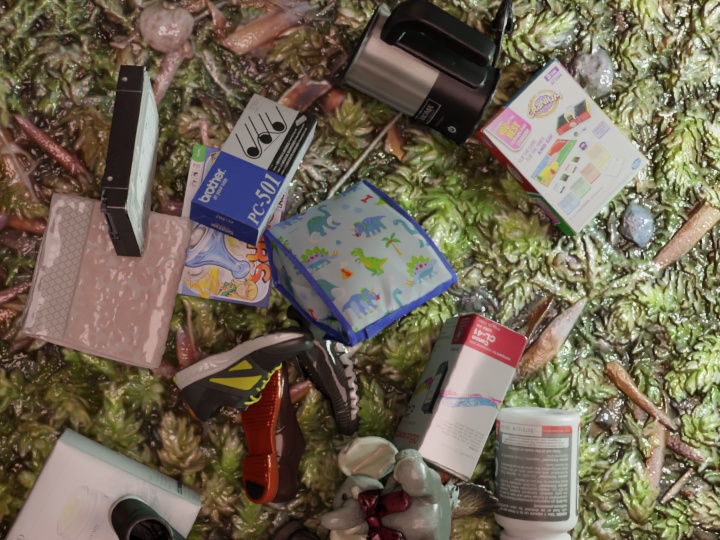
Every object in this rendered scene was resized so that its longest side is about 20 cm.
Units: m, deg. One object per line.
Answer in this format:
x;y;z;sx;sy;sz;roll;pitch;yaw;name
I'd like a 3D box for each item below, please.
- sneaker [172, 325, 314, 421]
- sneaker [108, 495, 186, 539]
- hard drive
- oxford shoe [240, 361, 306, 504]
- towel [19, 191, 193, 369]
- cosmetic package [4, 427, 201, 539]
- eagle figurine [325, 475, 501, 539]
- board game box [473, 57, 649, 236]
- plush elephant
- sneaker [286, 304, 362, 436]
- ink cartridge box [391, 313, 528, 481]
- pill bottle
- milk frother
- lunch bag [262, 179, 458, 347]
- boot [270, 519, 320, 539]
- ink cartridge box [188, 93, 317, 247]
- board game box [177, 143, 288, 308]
-0.143;0.134;1.470;0.200;0.074;0.085;-23;89;17;sneaker
-0.220;0.354;1.340;0.071;0.099;0.200;-45;102;-11;sneaker
-0.283;-0.134;1.401;0.038;0.140;0.200;4;65;-1;hard drive
-0.113;0.210;1.507;0.073;0.071;0.200;11;79;-43;oxford shoe
-0.329;0.010;1.460;0.191;0.032;0.200;13;88;3;towel
-0.335;0.336;1.430;0.200;0.123;0.199;27;85;-7;cosmetic package
0.066;0.327;1.485;0.200;0.152;0.151;25;46;21;eagle figurine
0.282;-0.172;1.580;0.153;0.040;0.200;-44;96;-7;board game box
0.025;0.290;1.362;0.155;0.200;0.165;-2;93;17;plush elephant
-0.054;0.127;1.510;0.090;0.066;0.200;-11;87;-7;sneaker
0.128;0.164;1.489;0.086;0.148;0.200;27;80;-8;ink cartridge box
0.238;0.291;1.530;0.114;0.114;0.200;2;89;-10;pill bottle
0.102;-0.306;1.519;0.188;0.181;0.200;27;42;-9;milk frother
0.000;0.000;1.436;0.170;0.200;0.128;-30;135;-21;lunch bag
-0.070;0.428;1.447;0.069;0.174;0.200;36;80;-48;boot
-0.136;-0.132;1.455;0.094;0.044;0.200;23;56;2;ink cartridge box
-0.173;-0.058;1.504;0.135;0.034;0.200;9;88;-9;board game box
